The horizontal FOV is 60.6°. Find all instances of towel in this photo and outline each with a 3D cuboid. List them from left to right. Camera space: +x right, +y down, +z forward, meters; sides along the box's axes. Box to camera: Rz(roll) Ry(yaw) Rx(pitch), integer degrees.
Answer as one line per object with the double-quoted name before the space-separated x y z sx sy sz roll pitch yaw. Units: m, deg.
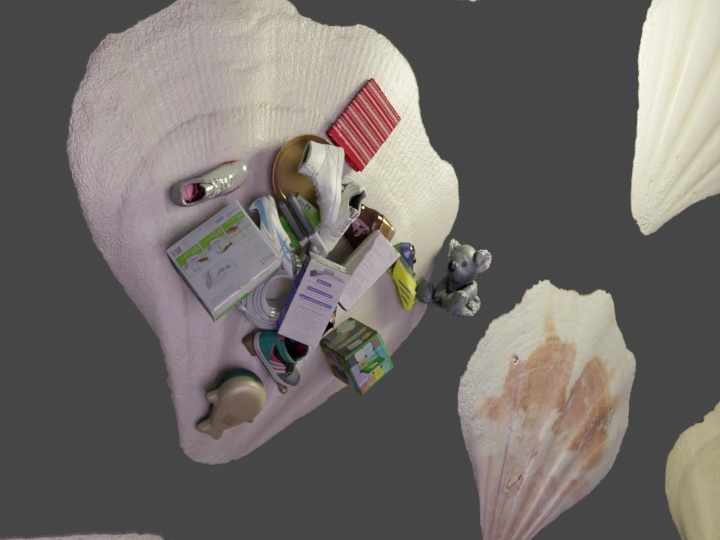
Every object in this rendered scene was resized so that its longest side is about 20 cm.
"towel" 0.011 -0.377 1.609 0.145 0.022 0.202 45 75 -30

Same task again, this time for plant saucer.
"plant saucer" -0.136 -0.237 1.539 0.195 0.035 0.207 -9 107 -30

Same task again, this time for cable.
"cable" -0.205 0.052 1.529 0.199 0.069 0.202 -39 126 -6

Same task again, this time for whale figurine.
"whale figurine" -0.325 0.329 1.534 0.158 0.105 0.200 34 107 -34

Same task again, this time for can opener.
"can opener" -0.134 -0.094 1.497 0.052 0.067 0.203 -32 120 -5

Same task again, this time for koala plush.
"koala plush" 0.291 0.018 1.805 0.181 0.175 0.206 10 96 -45

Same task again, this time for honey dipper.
"honey dipper" -0.240 0.248 1.590 0.038 0.038 0.203 -38 120 -19

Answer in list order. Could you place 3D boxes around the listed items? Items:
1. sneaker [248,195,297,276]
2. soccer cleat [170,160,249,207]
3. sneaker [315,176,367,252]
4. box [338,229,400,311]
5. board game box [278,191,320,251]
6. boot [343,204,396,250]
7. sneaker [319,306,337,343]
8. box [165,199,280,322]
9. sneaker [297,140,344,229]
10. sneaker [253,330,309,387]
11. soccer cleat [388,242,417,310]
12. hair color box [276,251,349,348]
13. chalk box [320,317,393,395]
"sneaker" -0.202 -0.075 1.451 0.071 0.072 0.205 -24 82 -4
"soccer cleat" -0.331 -0.191 1.395 0.197 0.086 0.072 -28 115 -24
"sneaker" -0.049 -0.135 1.558 0.074 0.080 0.205 18 100 -47
"box" 0.000 0.000 1.581 0.200 0.078 0.095 -44 97 -8
"board game box" -0.186 -0.087 1.524 0.095 0.030 0.201 38 92 -35
"boot" -0.012 -0.078 1.654 0.164 0.072 0.204 32 88 -20
"sneaker" -0.085 0.103 1.625 0.074 0.084 0.204 29 86 -33
"box" -0.306 -0.022 1.396 0.199 0.097 0.177 -39 82 -18
"sneaker" -0.106 -0.210 1.496 0.113 0.073 0.207 9 81 -31
"sneaker" -0.175 0.222 1.561 0.202 0.117 0.085 58 35 -38
"soccer cleat" 0.120 0.018 1.761 0.081 0.065 0.207 -4 111 0
"hair color box" -0.117 0.072 1.490 0.107 0.065 0.204 22 105 -18
"chalk box" -0.001 0.232 1.640 0.123 0.198 0.126 -33 117 -20
